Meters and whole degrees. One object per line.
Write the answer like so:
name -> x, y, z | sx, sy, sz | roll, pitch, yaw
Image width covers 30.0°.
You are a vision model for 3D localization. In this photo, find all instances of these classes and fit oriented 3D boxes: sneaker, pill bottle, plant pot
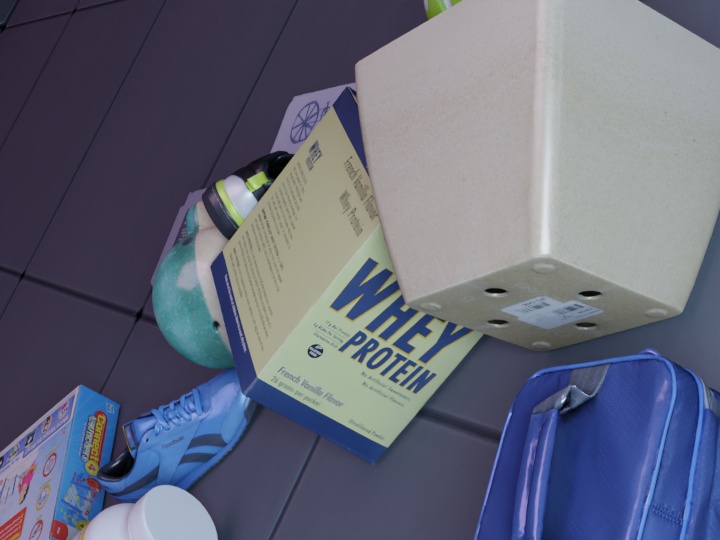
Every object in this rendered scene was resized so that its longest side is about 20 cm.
sneaker -> -0.172, 0.152, 1.269 | 0.200, 0.078, 0.066 | -46, 29, 21
pill bottle -> -0.216, 0.277, 1.183 | 0.200, 0.111, 0.113 | -43, 33, 27
plant pot -> 0.122, -0.057, 0.893 | 0.199, 0.198, 0.179 | -21, 57, 48
sneaker -> -0.072, -0.067, 1.222 | 0.082, 0.072, 0.200 | -35, -3, 14

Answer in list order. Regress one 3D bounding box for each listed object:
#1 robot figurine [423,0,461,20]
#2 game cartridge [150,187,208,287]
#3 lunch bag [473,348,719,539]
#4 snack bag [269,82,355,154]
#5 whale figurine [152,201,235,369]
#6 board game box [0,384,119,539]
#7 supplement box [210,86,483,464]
robot figurine -> 0.133, -0.245, 1.112 | 0.199, 0.115, 0.177 | -25, 41, 47
game cartridge -> -0.165, -0.026, 1.445 | 0.199, 0.041, 0.135 | -4, 67, 63
lunch bag -> 0.141, 0.139, 0.727 | 0.135, 0.132, 0.202 | -16, 51, 51
snack bag -> -0.054, -0.098, 1.371 | 0.188, 0.021, 0.202 | 0, 67, 59
whale figurine -> -0.136, 0.012, 1.261 | 0.103, 0.161, 0.201 | -19, 23, 9
board game box -> -0.353, 0.259, 1.476 | 0.199, 0.056, 0.198 | -37, 36, 35
supplement box -> 0.000, 0.000, 1.075 | 0.200, 0.134, 0.201 | -51, 29, 16
